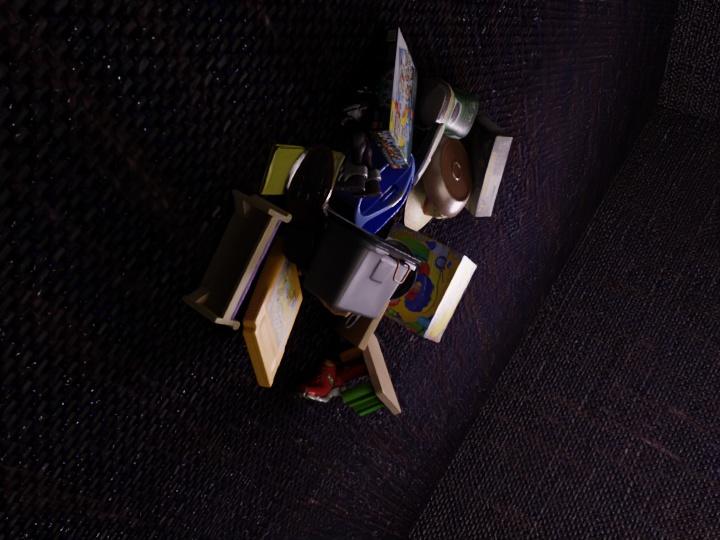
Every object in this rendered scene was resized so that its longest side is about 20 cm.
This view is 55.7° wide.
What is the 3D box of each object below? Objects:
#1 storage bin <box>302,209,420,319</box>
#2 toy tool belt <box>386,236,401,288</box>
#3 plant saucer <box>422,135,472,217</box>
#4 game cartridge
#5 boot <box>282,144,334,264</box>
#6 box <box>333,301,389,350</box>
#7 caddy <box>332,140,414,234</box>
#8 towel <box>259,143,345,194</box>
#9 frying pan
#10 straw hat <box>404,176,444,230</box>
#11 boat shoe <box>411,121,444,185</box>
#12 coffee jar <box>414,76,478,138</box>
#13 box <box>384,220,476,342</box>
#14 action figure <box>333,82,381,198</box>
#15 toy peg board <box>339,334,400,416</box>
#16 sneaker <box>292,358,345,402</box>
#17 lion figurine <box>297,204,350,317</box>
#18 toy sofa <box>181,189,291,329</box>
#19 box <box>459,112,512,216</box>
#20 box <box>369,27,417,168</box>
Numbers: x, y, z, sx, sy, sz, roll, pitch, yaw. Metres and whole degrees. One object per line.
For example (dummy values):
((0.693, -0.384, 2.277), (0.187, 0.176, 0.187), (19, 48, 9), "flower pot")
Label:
((0.002, 0.004, 1.172), (0.199, 0.145, 0.136), (20, 99, -58), "storage bin")
((0.000, 0.000, 1.397), (0.199, 0.122, 0.126), (-34, -146, 47), "toy tool belt")
((0.205, -0.224, 1.544), (0.199, 0.036, 0.205), (10, 77, -51), "plant saucer")
((-0.150, 0.072, 1.191), (0.178, 0.032, 0.202), (84, 15, -49), "game cartridge")
((-0.087, -0.113, 1.177), (0.097, 0.073, 0.203), (-33, 139, -85), "boot")
((0.020, 0.062, 1.469), (0.021, 0.163, 0.202), (30, 87, -22), "box")
((0.032, -0.156, 1.315), (0.200, 0.104, 0.143), (-46, 151, -31), "caddy")
((-0.096, -0.168, 1.170), (0.199, 0.018, 0.087), (-9, 121, -59), "towel")
((0.043, 0.034, 1.299), (0.113, 0.031, 0.193), (21, 85, -22), "frying pan")
((0.193, -0.167, 1.628), (0.201, 0.084, 0.203), (-43, 149, -35), "straw hat")
((0.115, -0.246, 1.376), (0.075, 0.066, 0.200), (-58, 177, -17), "boat shoe")
((0.170, -0.339, 1.423), (0.199, 0.085, 0.106), (-7, 122, -60), "coffee jar")
((0.130, 0.027, 1.572), (0.203, 0.191, 0.122), (-63, 154, 0), "box")
((0.001, -0.235, 1.198), (0.130, 0.068, 0.204), (25, 67, -66), "action figure")
((0.002, 0.233, 1.587), (0.096, 0.202, 0.200), (-22, 152, 5), "toy peg board")
((-0.089, 0.242, 1.526), (0.199, 0.076, 0.087), (-4, 103, -69), "sneaker")
((-0.047, -0.020, 1.280), (0.072, 0.121, 0.203), (-22, 133, -52), "lion figurine")
((-0.186, -0.016, 1.072), (0.203, 0.082, 0.097), (-64, 153, 2), "toy sofa")
((0.280, -0.254, 1.628), (0.047, 0.159, 0.203), (-1, 122, -21), "box")
((0.062, -0.304, 1.215), (0.137, 0.037, 0.204), (46, 47, -63), "box")
